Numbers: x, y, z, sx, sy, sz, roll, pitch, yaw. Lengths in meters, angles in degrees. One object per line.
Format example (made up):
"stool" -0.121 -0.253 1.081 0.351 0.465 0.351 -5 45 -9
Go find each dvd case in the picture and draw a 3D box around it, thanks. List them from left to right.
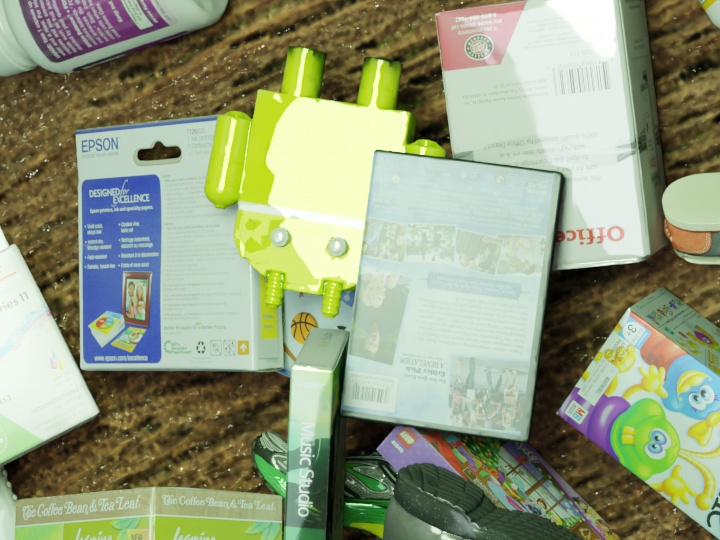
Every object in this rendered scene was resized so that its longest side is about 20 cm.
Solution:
"dvd case" 0.067 0.019 1.645 0.142 0.018 0.201 7 89 10

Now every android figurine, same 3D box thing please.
"android figurine" -0.028 -0.066 1.697 0.181 0.041 0.201 11 88 12

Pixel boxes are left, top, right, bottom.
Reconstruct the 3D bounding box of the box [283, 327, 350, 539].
"box" -0.033 0.154 1.683 0.036 0.144 0.201 2 100 4

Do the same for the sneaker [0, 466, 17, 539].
"sneaker" -0.311 0.210 1.938 0.084 0.073 0.201 1 91 -14

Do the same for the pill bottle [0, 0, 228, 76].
"pill bottle" -0.215 -0.222 1.793 0.199 0.112 0.113 -15 93 23

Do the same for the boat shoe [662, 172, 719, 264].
"boat shoe" 0.320 -0.031 1.637 0.199 0.071 0.063 2 141 19

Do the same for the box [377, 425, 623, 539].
"box" 0.116 0.179 1.710 0.200 0.137 0.039 45 112 9

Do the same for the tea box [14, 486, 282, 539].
"tea box" -0.172 0.276 1.783 0.200 0.133 0.198 -12 73 48

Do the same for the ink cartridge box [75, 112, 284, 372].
"ink cartridge box" -0.148 -0.019 1.804 0.197 0.047 0.201 -2 87 41

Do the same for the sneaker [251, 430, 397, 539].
"sneaker" 0.008 0.165 1.794 0.199 0.078 0.086 17 98 9

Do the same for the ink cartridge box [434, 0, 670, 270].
"ink cartridge box" 0.145 -0.105 1.682 0.146 0.083 0.201 -5 96 22

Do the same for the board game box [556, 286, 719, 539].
"board game box" 0.264 0.118 1.658 0.200 0.105 0.103 37 111 14

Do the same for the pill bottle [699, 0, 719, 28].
"pill bottle" 0.272 -0.243 1.598 0.104 0.104 0.200 -33 86 23

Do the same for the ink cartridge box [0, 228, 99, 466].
"ink cartridge box" -0.313 0.057 1.877 0.117 0.067 0.201 -27 88 -10

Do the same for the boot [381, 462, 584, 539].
"boot" 0.092 0.238 1.627 0.200 0.070 0.132 29 112 27

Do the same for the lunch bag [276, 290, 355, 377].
"lunch bag" 0.000 0.000 1.764 0.160 0.075 0.201 24 106 21
